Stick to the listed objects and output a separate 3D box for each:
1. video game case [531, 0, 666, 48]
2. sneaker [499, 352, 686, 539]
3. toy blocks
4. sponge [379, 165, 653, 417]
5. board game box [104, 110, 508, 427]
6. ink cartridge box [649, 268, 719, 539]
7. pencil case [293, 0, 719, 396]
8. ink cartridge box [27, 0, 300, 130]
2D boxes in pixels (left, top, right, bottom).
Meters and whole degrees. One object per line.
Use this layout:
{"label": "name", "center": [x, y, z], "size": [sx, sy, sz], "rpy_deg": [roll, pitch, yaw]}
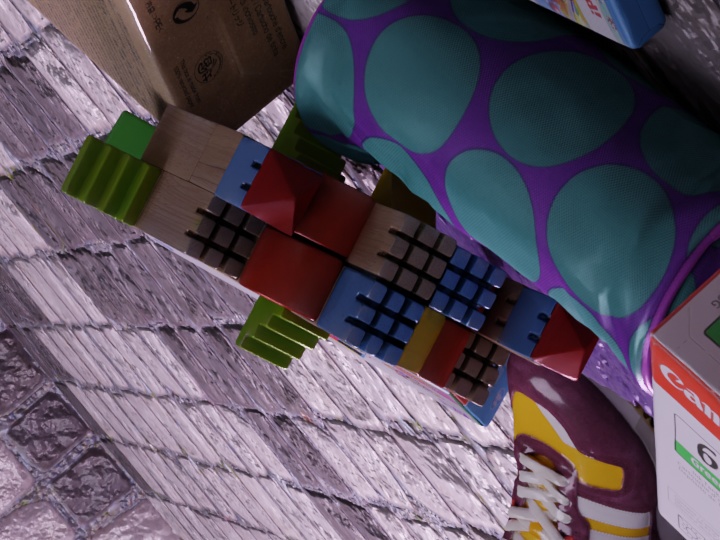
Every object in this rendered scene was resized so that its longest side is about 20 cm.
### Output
{"label": "video game case", "center": [0.015, -0.161, 0.875], "size": [0.200, 0.018, 0.143], "rpy_deg": [34, 159, 49]}
{"label": "sneaker", "center": [0.101, 0.116, 1.207], "size": [0.075, 0.090, 0.200], "rpy_deg": [35, 161, 47]}
{"label": "toy blocks", "center": [0.000, 0.000, 0.992], "size": [0.200, 0.100, 0.137], "rpy_deg": [28, 179, -29]}
{"label": "sponge", "center": [0.079, -0.005, 1.075], "size": [0.200, 0.030, 0.112], "rpy_deg": [33, 158, 54]}
{"label": "board game box", "center": [-0.023, 0.003, 1.215], "size": [0.200, 0.040, 0.153], "rpy_deg": [29, 176, 11]}
{"label": "ink cartridge box", "center": [0.139, 0.013, 0.753], "size": [0.050, 0.109, 0.200], "rpy_deg": [43, 165, 26]}
{"label": "pencil case", "center": [0.067, -0.036, 0.905], "size": [0.200, 0.085, 0.093], "rpy_deg": [40, 148, 37]}
{"label": "ink cartridge box", "center": [-0.119, -0.168, 1.163], "size": [0.165, 0.075, 0.200], "rpy_deg": [44, 167, 29]}
